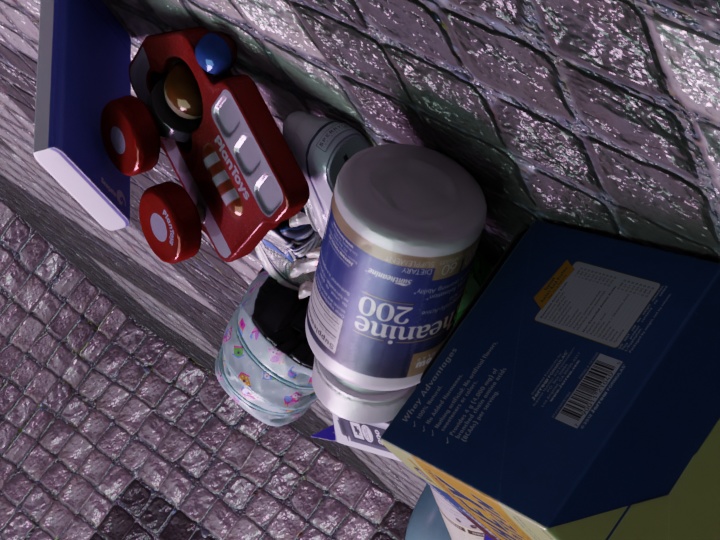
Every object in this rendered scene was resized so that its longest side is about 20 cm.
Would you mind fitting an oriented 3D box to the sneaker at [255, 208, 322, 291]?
[{"bbox_3d":[-0.069,-0.039,1.495,0.200,0.077,0.085,44,163,-34],"label":"sneaker"}]

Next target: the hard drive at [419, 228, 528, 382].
[{"bbox_3d":[0.147,0.084,1.147,0.200,0.140,0.033,44,165,-34],"label":"hard drive"}]

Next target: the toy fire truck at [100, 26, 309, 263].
[{"bbox_3d":[-0.121,-0.111,1.233,0.168,0.111,0.202,-40,73,53],"label":"toy fire truck"}]

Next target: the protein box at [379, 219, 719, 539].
[{"bbox_3d":[0.157,0.096,1.006,0.135,0.199,0.199,42,168,-28],"label":"protein box"}]

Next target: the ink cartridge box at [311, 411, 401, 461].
[{"bbox_3d":[0.081,0.100,1.249,0.199,0.197,0.044,4,113,58],"label":"ink cartridge box"}]

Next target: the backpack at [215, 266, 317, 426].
[{"bbox_3d":[-0.065,0.070,1.599,0.166,0.127,0.200,33,-149,3],"label":"backpack"}]

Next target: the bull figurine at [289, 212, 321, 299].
[{"bbox_3d":[0.000,0.000,1.412,0.120,0.066,0.201,2,154,5],"label":"bull figurine"}]

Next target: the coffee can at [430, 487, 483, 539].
[{"bbox_3d":[0.137,0.197,1.506,0.146,0.146,0.201,27,151,39],"label":"coffee can"}]

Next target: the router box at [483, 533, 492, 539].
[{"bbox_3d":[0.241,0.240,1.373,0.198,0.050,0.179,-5,166,39],"label":"router box"}]

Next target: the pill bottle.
[{"bbox_3d":[0.019,0.016,1.113,0.110,0.111,0.201,32,134,20],"label":"pill bottle"}]

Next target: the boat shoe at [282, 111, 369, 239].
[{"bbox_3d":[-0.013,-0.064,1.249,0.067,0.073,0.201,35,157,31],"label":"boat shoe"}]

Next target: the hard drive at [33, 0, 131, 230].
[{"bbox_3d":[-0.237,-0.154,1.299,0.025,0.202,0.132,-13,149,15],"label":"hard drive"}]

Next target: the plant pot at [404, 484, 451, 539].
[{"bbox_3d":[0.168,0.445,2.519,0.200,0.162,0.201,35,168,8],"label":"plant pot"}]

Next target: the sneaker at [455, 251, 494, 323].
[{"bbox_3d":[0.076,-0.004,1.233,0.083,0.075,0.200,6,156,25],"label":"sneaker"}]
